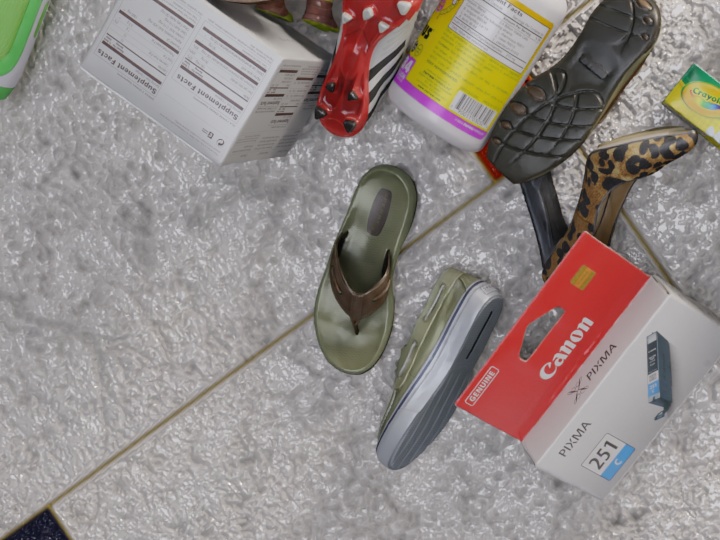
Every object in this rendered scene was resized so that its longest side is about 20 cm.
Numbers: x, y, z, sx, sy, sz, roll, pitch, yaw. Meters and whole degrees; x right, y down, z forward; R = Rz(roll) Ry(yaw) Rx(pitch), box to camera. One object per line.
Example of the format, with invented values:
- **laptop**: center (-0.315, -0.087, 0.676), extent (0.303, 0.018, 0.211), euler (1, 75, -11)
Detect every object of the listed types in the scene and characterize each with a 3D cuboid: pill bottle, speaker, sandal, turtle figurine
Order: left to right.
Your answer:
- **speaker**: center (-0.341, -0.272, 1.421), extent (0.088, 0.088, 0.202), euler (26, 102, 8)
- **turtle figurine**: center (-0.029, -0.305, 1.344), extent (0.197, 0.064, 0.163), euler (16, 91, 8)
- **sandal**: center (-0.001, -0.001, 1.392), extent (0.079, 0.057, 0.204), euler (14, 100, 11)
- **pill bottle**: center (0.115, -0.215, 1.314), extent (0.104, 0.104, 0.201), euler (34, 102, 7)

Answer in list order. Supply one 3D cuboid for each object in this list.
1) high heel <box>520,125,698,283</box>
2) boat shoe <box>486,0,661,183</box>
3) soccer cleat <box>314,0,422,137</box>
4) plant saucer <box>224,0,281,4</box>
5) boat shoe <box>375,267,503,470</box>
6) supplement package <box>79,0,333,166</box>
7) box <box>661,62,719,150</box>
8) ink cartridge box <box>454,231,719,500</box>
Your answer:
- **high heel**: center (0.234, -0.042, 1.300), extent (0.199, 0.071, 0.144), euler (-19, 88, 47)
- **boat shoe**: center (0.197, -0.157, 1.316), extent (0.076, 0.074, 0.200), euler (45, 98, 13)
- **soccer cleat**: center (0.014, -0.215, 1.331), extent (0.068, 0.085, 0.202), euler (25, 116, 9)
- **plant saucer**: center (-0.070, -0.301, 1.266), extent (0.198, 0.037, 0.203), euler (-8, 60, 14)
- **boat shoe**: center (0.065, 0.093, 1.393), extent (0.062, 0.072, 0.202), euler (35, 101, 31)
- **supplement package**: center (-0.129, -0.185, 1.323), extent (0.155, 0.200, 0.112), euler (35, 103, 7)
- **box**: center (0.351, -0.100, 1.268), extent (0.199, 0.117, 0.049), euler (41, 101, 4)
- **ink cartridge box**: center (0.210, 0.091, 1.319), extent (0.175, 0.045, 0.201), euler (29, 105, -28)
